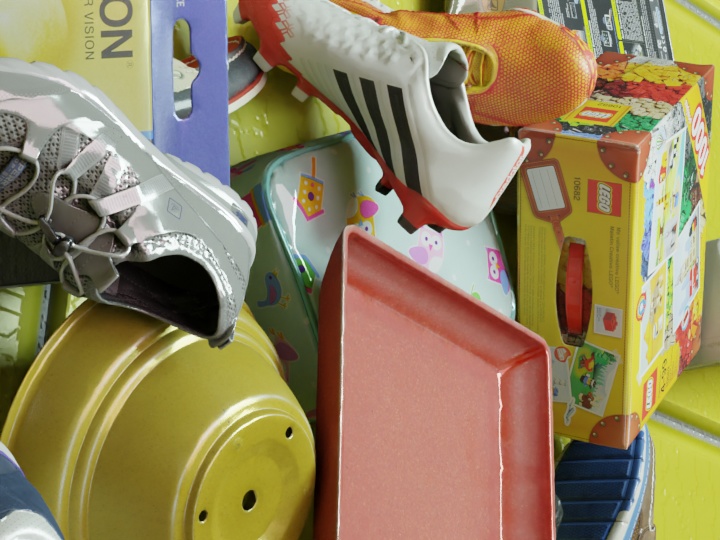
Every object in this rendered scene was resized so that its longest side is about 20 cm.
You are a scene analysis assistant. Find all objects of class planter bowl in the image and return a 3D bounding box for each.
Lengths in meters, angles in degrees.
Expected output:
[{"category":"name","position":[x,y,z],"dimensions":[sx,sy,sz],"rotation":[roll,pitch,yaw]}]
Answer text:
[{"category":"planter bowl","position":[-0.081,0.104,1.061],"dimensions":[0.200,0.083,0.201],"rotation":[-24,122,-46]}]

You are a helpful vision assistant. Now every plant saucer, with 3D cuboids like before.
[{"category":"plant saucer","position":[0.037,0.102,1.156],"dimensions":[0.200,0.037,0.200],"rotation":[30,52,-46]}]

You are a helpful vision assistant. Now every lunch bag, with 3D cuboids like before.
[{"category":"lunch bag","position":[0.000,0.000,1.242],"dimensions":[0.200,0.077,0.161],"rotation":[-21,95,-48]}]

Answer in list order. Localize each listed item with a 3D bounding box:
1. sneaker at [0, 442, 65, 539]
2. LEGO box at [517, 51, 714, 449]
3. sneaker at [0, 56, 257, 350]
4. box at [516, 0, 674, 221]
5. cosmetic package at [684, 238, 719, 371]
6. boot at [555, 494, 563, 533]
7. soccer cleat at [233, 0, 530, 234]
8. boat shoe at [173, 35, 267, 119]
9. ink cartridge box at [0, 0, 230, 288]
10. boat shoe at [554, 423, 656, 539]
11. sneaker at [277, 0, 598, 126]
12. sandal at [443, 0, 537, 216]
[{"category":"sneaker","position":[-0.146,0.180,0.943],"dimensions":[0.080,0.146,0.200],"rotation":[-19,123,-13]},{"category":"LEGO box","position":[0.158,-0.016,1.331],"dimensions":[0.149,0.077,0.200],"rotation":[-43,138,-53]},{"category":"sneaker","position":[-0.125,-0.030,0.984],"dimensions":[0.200,0.075,0.082],"rotation":[26,37,-31]},{"category":"box","position":[0.158,-0.124,1.476],"dimensions":[0.160,0.044,0.201],"rotation":[-1,79,-47]},{"category":"cosmetic package","position":[0.270,0.021,1.508],"dimensions":[0.200,0.107,0.085],"rotation":[-7,84,-47]},{"category":"boot","position":[0.041,0.189,1.224],"dimensions":[0.211,0.079,0.158],"rotation":[21,70,-54]},{"category":"soccer cleat","position":[0.010,-0.109,1.171],"dimensions":[0.200,0.085,0.069],"rotation":[51,22,14]},{"category":"boat shoe","position":[-0.127,-0.091,1.138],"dimensions":[0.200,0.071,0.063],"rotation":[-32,104,-42]},{"category":"ink cartridge box","position":[-0.148,-0.092,1.042],"dimensions":[0.200,0.047,0.198],"rotation":[-6,102,-25]},{"category":"boat shoe","position":[0.152,0.188,1.365],"dimensions":[0.072,0.072,0.200],"rotation":[35,64,-41]},{"category":"sneaker","position":[0.039,-0.116,1.239],"dimensions":[0.077,0.200,0.073],"rotation":[-32,125,-59]},{"category":"sandal","position":[0.089,-0.135,1.372],"dimensions":[0.080,0.054,0.201],"rotation":[3,81,-17]}]
